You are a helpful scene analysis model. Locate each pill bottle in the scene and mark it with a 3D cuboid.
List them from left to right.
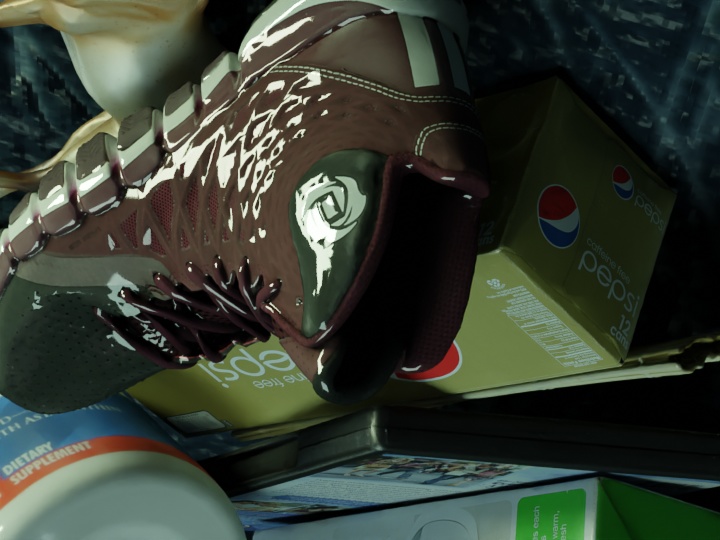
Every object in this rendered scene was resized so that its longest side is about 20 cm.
[{"bbox_3d":[-0.131,0.072,0.969,0.200,0.112,0.112,38,171,49],"label":"pill bottle"}]

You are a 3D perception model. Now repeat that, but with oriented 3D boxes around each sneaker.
[{"bbox_3d":[-0.038,0.007,0.799,0.076,0.116,0.200,21,128,-39],"label":"sneaker"}]

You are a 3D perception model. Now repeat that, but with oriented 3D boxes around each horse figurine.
[{"bbox_3d":[-0.084,-0.061,0.842,0.132,0.050,0.200,-5,136,9],"label":"horse figurine"}]

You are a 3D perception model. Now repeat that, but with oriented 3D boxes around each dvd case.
[{"bbox_3d":[0.020,0.074,0.963,0.142,0.018,0.200,7,166,-27],"label":"dvd case"}]

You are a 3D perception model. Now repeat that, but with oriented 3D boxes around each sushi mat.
[{"bbox_3d":[0.056,0.036,0.908,0.200,0.012,0.096,-12,177,44],"label":"sushi mat"}]

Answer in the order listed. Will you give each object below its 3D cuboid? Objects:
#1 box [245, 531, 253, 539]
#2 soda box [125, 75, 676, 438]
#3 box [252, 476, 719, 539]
[{"bbox_3d":[-0.091,0.188,1.113,0.148,0.200,0.107,3,145,26],"label":"box"},{"bbox_3d":[0.000,0.000,0.883,0.200,0.068,0.064,-12,137,43],"label":"soda box"},{"bbox_3d":[0.085,0.151,0.995,0.200,0.097,0.176,19,158,-39],"label":"box"}]
